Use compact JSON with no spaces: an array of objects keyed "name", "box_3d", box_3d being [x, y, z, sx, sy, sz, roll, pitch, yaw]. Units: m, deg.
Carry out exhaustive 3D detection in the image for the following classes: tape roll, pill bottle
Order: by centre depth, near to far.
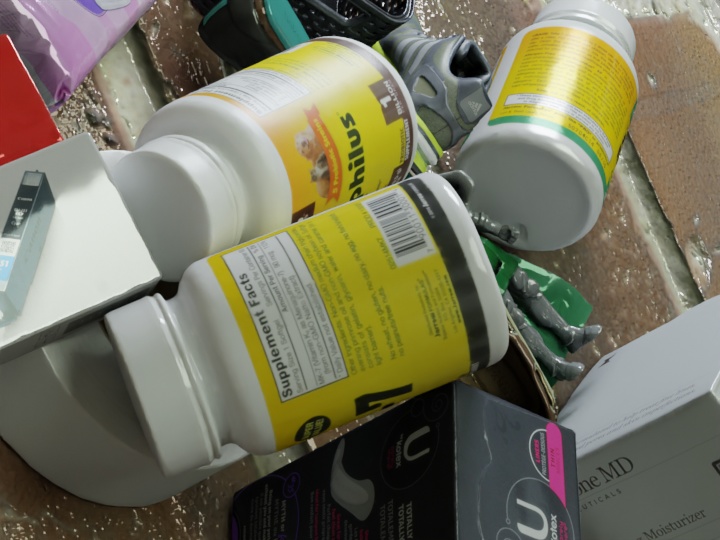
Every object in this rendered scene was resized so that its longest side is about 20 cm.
[{"name":"pill bottle","box_3d":[-0.030,0.032,1.194,0.199,0.114,0.115,-21,80,-8]},{"name":"pill bottle","box_3d":[-0.059,-0.063,1.294,0.200,0.109,0.110,-32,91,-50]},{"name":"tape roll","box_3d":[-0.136,0.033,1.295,0.202,0.071,0.203,25,50,-34]},{"name":"pill bottle","box_3d":[0.146,-0.117,1.651,0.113,0.113,0.200,43,41,-18]}]

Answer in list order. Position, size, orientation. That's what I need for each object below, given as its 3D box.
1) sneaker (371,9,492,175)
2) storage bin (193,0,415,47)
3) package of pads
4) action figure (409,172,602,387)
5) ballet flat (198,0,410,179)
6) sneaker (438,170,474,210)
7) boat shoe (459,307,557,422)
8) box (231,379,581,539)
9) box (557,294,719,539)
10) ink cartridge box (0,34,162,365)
[{"name":"sneaker","box_3d":[0.051,-0.136,1.552,0.074,0.081,0.200,55,12,-30]},{"name":"storage bin","box_3d":[-0.036,-0.253,1.560,0.135,0.094,0.201,30,48,-31]},{"name":"package of pads","box_3d":[-0.191,-0.188,1.370,0.121,0.076,0.200,50,40,-15]},{"name":"action figure","box_3d":[0.085,-0.001,1.566,0.200,0.055,0.118,42,45,-14]},{"name":"ballet flat","box_3d":[-0.041,-0.113,1.476,0.200,0.068,0.068,53,27,-34]},{"name":"sneaker","box_3d":[0.000,0.000,1.382,0.075,0.116,0.200,44,64,0]},{"name":"boat shoe","box_3d":[0.069,0.037,1.486,0.202,0.075,0.075,48,3,-13]},{"name":"box","box_3d":[0.024,0.164,1.279,0.106,0.200,0.123,25,51,-34]},{"name":"box","box_3d":[0.239,0.119,1.534,0.131,0.199,0.200,53,40,-7]},{"name":"ink cartridge box","box_3d":[-0.234,-0.028,1.179,0.199,0.045,0.177,-25,81,-24]}]
